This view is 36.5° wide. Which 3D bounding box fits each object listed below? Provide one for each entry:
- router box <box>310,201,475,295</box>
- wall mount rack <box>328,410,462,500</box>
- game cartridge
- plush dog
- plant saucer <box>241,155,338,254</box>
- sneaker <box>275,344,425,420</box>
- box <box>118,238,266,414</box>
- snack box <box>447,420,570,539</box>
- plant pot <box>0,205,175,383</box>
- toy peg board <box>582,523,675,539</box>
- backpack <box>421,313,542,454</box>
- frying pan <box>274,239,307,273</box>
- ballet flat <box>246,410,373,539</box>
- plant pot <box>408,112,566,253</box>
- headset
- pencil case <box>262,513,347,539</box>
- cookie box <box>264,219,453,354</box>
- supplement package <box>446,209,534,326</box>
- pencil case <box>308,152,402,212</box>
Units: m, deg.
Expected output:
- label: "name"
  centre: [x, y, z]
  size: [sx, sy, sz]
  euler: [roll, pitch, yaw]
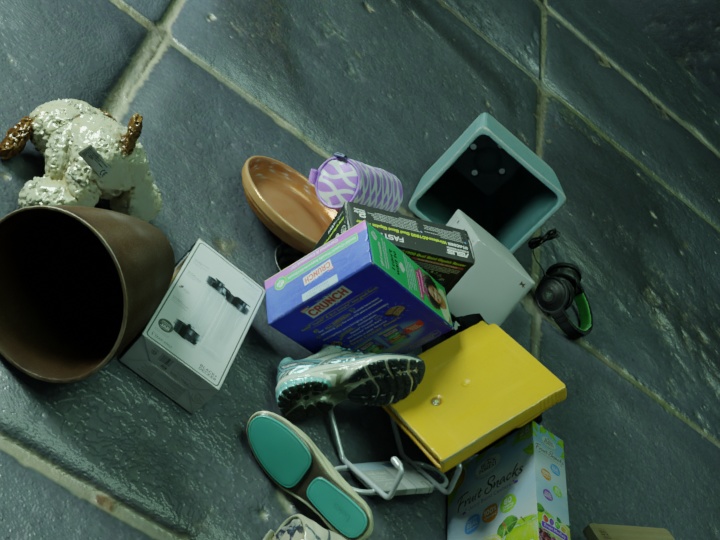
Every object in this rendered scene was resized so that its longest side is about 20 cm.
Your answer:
- label: "router box"
  centre: [0.034, -0.007, 1.499]
  size: [0.198, 0.150, 0.063]
  euler: [12, 48, -26]
- label: "wall mount rack"
  centre: [0.034, 0.230, 1.433]
  size: [0.199, 0.075, 0.173]
  euler: [7, 21, -44]
- label: "game cartridge"
  centre: [0.140, 0.159, 1.433]
  size: [0.199, 0.033, 0.176]
  euler: [-26, 41, -19]
- label: "plush dog"
  centre: [-0.345, -0.154, 1.356]
  size: [0.171, 0.162, 0.199]
  euler: [38, 28, 30]
- label: "plant saucer"
  centre: [-0.096, -0.087, 1.597]
  size: [0.199, 0.038, 0.201]
  euler: [35, 23, -17]
- label: "sneaker"
  centre: [-0.016, 0.125, 1.413]
  size: [0.198, 0.078, 0.087]
  euler: [-7, 38, -10]
- label: "box"
  centre: [-0.202, 0.065, 1.348]
  size: [0.116, 0.060, 0.201]
  euler: [38, 36, -14]
- label: "snack box"
  centre: [0.189, 0.322, 1.418]
  size: [0.067, 0.168, 0.201]
  euler: [34, 36, -22]
- label: "plant pot"
  centre: [-0.295, 0.008, 1.227]
  size: [0.187, 0.187, 0.200]
  euler: [49, 21, 3]
- label: "toy peg board"
  centre: [0.417, 0.483, 1.594]
  size: [0.199, 0.098, 0.200]
  euler: [15, 31, -39]
- label: "backpack"
  centre: [0.157, 0.161, 1.547]
  size: [0.201, 0.165, 0.127]
  euler: [-110, -176, -50]
- label: "frying pan"
  centre: [-0.101, -0.021, 1.563]
  size: [0.190, 0.031, 0.115]
  euler: [42, 30, 12]
- label: "ballet flat"
  centre: [-0.059, 0.248, 1.323]
  size: [0.200, 0.070, 0.069]
  euler: [47, 34, 10]
- label: "plant pot"
  centre: [0.222, -0.158, 1.917]
  size: [0.196, 0.196, 0.200]
  euler: [38, 25, -12]
- label: "headset"
  centre: [0.367, 0.024, 1.964]
  size: [0.201, 0.094, 0.124]
  euler: [56, 34, -7]
- label: "pencil case"
  centre: [-0.016, 0.349, 1.257]
  size: [0.199, 0.089, 0.078]
  euler: [30, 66, -23]
- label: "cookie box"
  centre: [-0.001, 0.045, 1.441]
  size: [0.200, 0.170, 0.076]
  euler: [38, 31, -45]
- label: "supplement package"
  centre: [0.173, 0.003, 1.697]
  size: [0.117, 0.117, 0.200]
  euler: [38, 10, -13]
- label: "pencil case"
  centre: [-0.004, -0.125, 1.686]
  size: [0.200, 0.085, 0.085]
  euler: [10, 89, -66]
